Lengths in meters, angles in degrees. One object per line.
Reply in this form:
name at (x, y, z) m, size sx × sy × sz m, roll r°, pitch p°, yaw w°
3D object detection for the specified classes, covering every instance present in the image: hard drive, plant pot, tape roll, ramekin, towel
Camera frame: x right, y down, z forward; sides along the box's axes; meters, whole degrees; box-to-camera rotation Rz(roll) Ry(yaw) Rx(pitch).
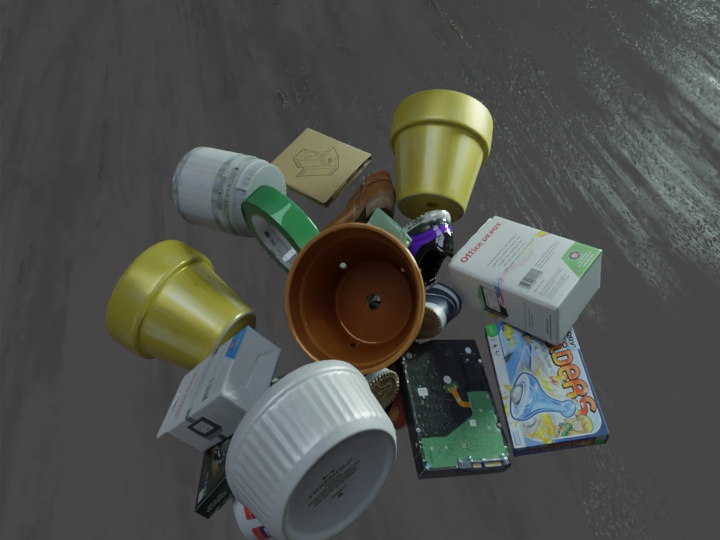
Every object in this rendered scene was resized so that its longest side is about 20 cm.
hard drive at (0.130, 0.198, 0.810) m, size 0.136 × 0.038 × 0.203 m, roll 1°, pitch 50°, yaw -15°
plant pot at (0.146, -0.201, 1.040) m, size 0.196 × 0.201 × 0.193 m, roll 4°, pitch 71°, yaw 17°
plant pot at (-0.290, 0.081, 0.938) m, size 0.186 × 0.202 × 0.202 m, roll 30°, pitch 64°, yaw 13°
tape roll at (-0.133, -0.059, 0.990) m, size 0.199 × 0.202 × 0.048 m, roll 34°, pitch 68°, yaw 32°
ramekin at (-0.045, 0.214, 0.621) m, size 0.201 × 0.204 × 0.094 m, roll -39°, pitch 47°, yaw -16°
towel at (0.000, 0.000, 0.935) m, size 0.202 × 0.023 × 0.153 m, roll -56°, pitch 30°, yaw 10°
plant pot at (0.006, 0.044, 0.796) m, size 0.195 × 0.140 × 0.206 m, roll -2°, pitch 84°, yaw 15°

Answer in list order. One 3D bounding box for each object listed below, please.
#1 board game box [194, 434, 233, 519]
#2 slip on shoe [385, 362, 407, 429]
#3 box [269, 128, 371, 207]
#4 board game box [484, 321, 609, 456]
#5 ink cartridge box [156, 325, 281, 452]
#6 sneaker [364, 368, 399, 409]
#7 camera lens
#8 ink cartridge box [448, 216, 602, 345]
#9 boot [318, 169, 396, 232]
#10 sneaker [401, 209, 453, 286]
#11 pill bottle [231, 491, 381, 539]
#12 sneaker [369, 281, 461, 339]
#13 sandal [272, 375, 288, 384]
board game box at (-0.178, 0.231, 0.789) m, size 0.136 × 0.028 × 0.201 m, roll -48°, pitch 21°, yaw 12°
slip on shoe at (0.017, 0.160, 0.871) m, size 0.074 × 0.061 × 0.202 m, roll -44°, pitch 52°, yaw 16°
box at (-0.097, -0.234, 1.223) m, size 0.198 × 0.021 × 0.164 m, roll 28°, pitch 66°, yaw 30°
board game box at (0.273, 0.166, 0.827) m, size 0.132 × 0.035 × 0.203 m, roll -11°, pitch 52°, yaw 6°
ink cartridge box at (-0.206, 0.180, 0.793) m, size 0.199 × 0.066 × 0.117 m, roll -36°, pitch 28°, yaw 37°
sneaker at (-0.050, 0.187, 0.770) m, size 0.198 × 0.073 × 0.111 m, roll -26°, pitch 26°, yaw -34°
camera lens at (-0.272, -0.160, 1.126) m, size 0.196 × 0.161 × 0.162 m, roll 15°, pitch 59°, yaw 23°
ink cartridge box at (0.263, 0.009, 0.886) m, size 0.198 × 0.085 × 0.144 m, roll 25°, pitch 56°, yaw 40°
boot at (-0.017, -0.115, 1.083) m, size 0.198 × 0.077 × 0.157 m, roll -34°, pitch 31°, yaw 23°
sneaker at (0.083, -0.011, 0.936) m, size 0.199 × 0.068 × 0.102 m, roll -38°, pitch 55°, yaw 40°
pill bottle at (-0.074, 0.299, 0.771) m, size 0.195 × 0.113 × 0.114 m, roll -15°, pitch 52°, yaw 2°
sneaker at (0.078, 0.069, 0.929) m, size 0.197 × 0.072 × 0.108 m, roll -4°, pitch 18°, yaw 41°
sandal at (-0.126, 0.208, 0.833) m, size 0.078 × 0.059 × 0.201 m, roll -18°, pitch 20°, yaw -9°
